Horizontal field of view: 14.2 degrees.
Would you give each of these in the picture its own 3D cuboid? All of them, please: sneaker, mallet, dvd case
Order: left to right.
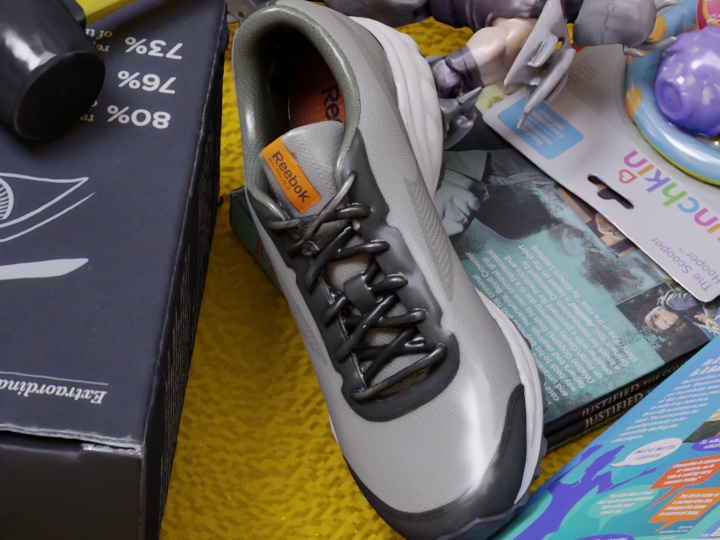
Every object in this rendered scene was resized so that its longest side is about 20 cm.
[{"bbox_3d":[-0.061,-0.112,0.963,0.066,0.041,0.200,39,54,21],"label":"mallet"},{"bbox_3d":[0.000,0.000,0.943,0.074,0.079,0.201,-28,65,21],"label":"sneaker"},{"bbox_3d":[0.074,-0.013,1.033,0.200,0.022,0.146,-25,56,-24],"label":"dvd case"}]

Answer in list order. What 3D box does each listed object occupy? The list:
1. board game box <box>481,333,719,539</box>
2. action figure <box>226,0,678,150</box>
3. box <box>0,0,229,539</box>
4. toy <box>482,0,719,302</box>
[{"bbox_3d":[0.127,0.062,0.897,0.200,0.152,0.045,-37,102,-29],"label":"board game box"},{"bbox_3d":[0.022,-0.107,1.054,0.199,0.070,0.130,14,46,19],"label":"action figure"},{"bbox_3d":[-0.128,0.004,0.949,0.148,0.104,0.200,8,51,2],"label":"box"},{"bbox_3d":[0.156,-0.083,1.054,0.200,0.047,0.115,-32,58,-28],"label":"toy"}]
